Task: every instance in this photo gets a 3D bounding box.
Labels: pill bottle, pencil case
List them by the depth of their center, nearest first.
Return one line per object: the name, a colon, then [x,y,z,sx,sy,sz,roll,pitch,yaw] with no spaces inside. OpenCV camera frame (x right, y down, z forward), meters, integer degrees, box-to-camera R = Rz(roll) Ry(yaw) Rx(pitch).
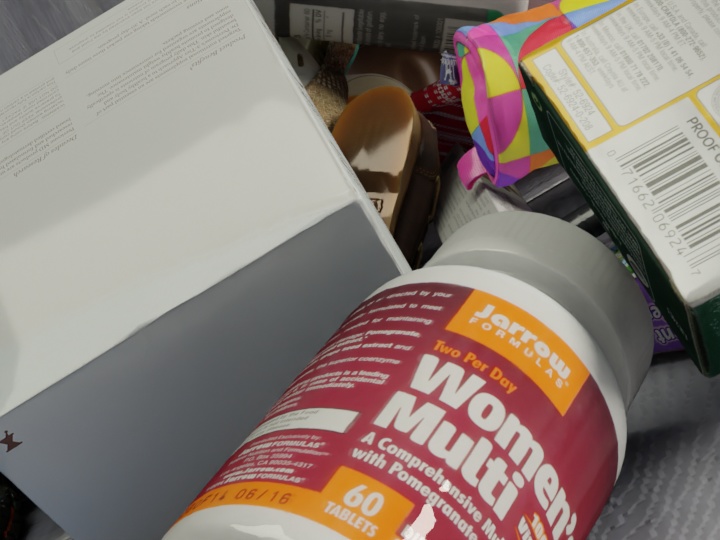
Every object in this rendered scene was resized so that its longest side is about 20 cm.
pill bottle: [0.023,0.067,0.537,0.109,0.110,0.200,-19,20,39]
pencil case: [0.139,-0.104,0.816,0.198,0.089,0.088,-16,14,-4]
pill bottle: [-0.005,-0.182,0.903,0.198,0.114,0.113,6,18,0]

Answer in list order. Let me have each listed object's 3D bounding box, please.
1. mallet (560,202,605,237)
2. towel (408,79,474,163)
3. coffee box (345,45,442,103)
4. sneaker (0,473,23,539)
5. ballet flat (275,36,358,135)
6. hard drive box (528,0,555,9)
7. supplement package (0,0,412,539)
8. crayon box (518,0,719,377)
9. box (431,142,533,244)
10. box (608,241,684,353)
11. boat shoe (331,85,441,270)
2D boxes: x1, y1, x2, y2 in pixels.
mallet: [0.135,-0.048,0.670,0.199,0.041,0.066,-29,17,22]
towel: [0.081,-0.089,0.956,0.199,0.023,0.144,-22,-18,33]
coffee box: [0.018,-0.106,1.097,0.199,0.115,0.080,-27,16,22]
sneaker: [-0.234,0.121,0.965,0.078,0.076,0.200,-31,13,16]
ballet flat: [-0.042,-0.117,0.965,0.070,0.066,0.201,-27,25,17]
hard drive box: [0.176,-0.208,0.996,0.199,0.156,0.077,-24,44,30]
supplement package: [-0.088,-0.003,0.764,0.190,0.147,0.201,-31,47,2]
crayon box: [0.172,-0.066,0.567,0.199,0.052,0.126,-29,52,1]
box: [0.066,-0.024,0.862,0.042,0.039,0.200,-56,11,10]
box: [0.193,-0.042,0.679,0.136,0.039,0.200,-14,23,47]
boat shoe: [0.000,0.000,0.863,0.070,0.071,0.201,7,58,29]
